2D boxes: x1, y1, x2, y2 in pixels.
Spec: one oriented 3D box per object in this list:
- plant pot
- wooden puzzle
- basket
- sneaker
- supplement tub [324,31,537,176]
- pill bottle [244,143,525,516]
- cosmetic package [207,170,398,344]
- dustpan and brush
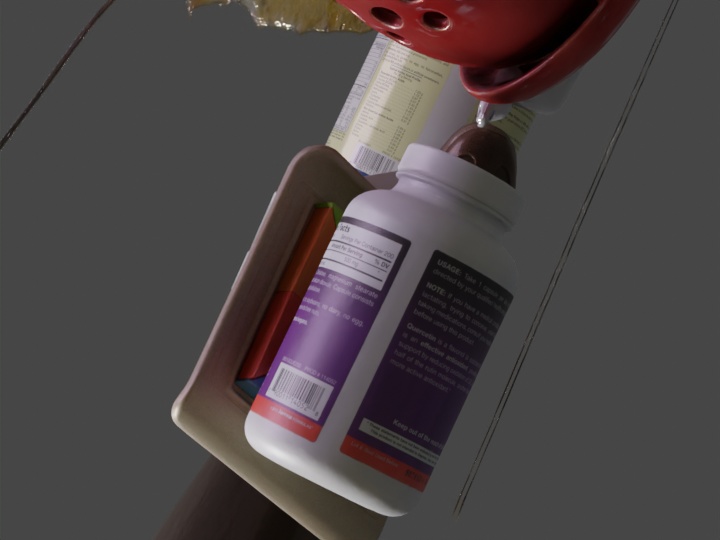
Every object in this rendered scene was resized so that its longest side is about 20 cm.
[{"bbox_3d":[0.081,-0.219,1.227,0.200,0.182,0.201,-44,22,23],"label":"plant pot"},{"bbox_3d":[-0.011,0.052,1.228,0.037,0.185,0.201,2,58,47],"label":"wooden puzzle"},{"bbox_3d":[-0.074,0.192,1.388,0.180,0.136,0.201,-11,44,56],"label":"basket"},{"bbox_3d":[0.064,0.000,1.348,0.076,0.070,0.201,-119,47,-68],"label":"sneaker"},{"bbox_3d":[0.063,-0.126,1.565,0.201,0.144,0.145,-64,2,1],"label":"supplement tub"},{"bbox_3d":[0.020,0.033,1.137,0.201,0.112,0.112,-64,2,-5],"label":"pill bottle"},{"bbox_3d":[0.000,0.000,1.429,0.199,0.052,0.151,-12,-37,-40],"label":"cosmetic package"},{"bbox_3d":[0.125,-0.147,1.364,0.201,0.057,0.140,-67,3,-50],"label":"dustpan and brush"}]
